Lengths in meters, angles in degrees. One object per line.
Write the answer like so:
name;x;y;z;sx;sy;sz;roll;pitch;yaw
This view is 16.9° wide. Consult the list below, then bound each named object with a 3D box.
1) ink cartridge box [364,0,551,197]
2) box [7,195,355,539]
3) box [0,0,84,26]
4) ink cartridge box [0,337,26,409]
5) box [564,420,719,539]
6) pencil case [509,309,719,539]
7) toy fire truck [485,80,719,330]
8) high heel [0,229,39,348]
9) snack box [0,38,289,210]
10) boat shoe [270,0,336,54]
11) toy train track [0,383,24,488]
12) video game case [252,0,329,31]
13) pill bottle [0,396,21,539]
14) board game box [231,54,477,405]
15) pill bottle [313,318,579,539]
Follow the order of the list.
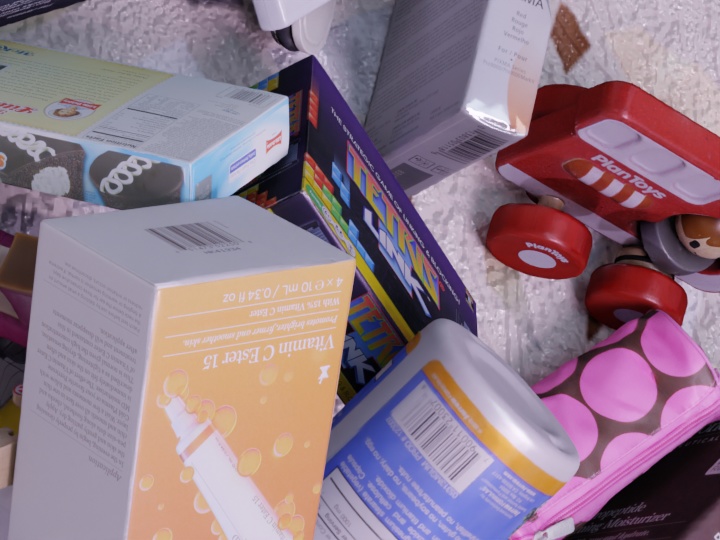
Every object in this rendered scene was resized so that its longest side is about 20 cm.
ink cartridge box;0.067;-0.156;1.467;0.050;0.162;0.201;24;70;-18
box;-0.091;0.078;1.183;0.124;0.097;0.201;-9;116;-41
box;-0.174;-0.208;1.305;0.196;0.200;0.118;-22;91;-33
ink cartridge box;-0.262;0.071;1.295;0.200;0.039;0.100;-46;106;-29
box;0.218;0.206;1.487;0.200;0.166;0.165;-40;101;-31
pencil case;0.138;0.107;1.486;0.200;0.094;0.091;-36;119;-21
toy fire truck;0.186;-0.045;1.514;0.199;0.168;0.113;29;67;-24
high heel;-0.213;-0.002;1.286;0.068;0.199;0.096;-68;154;-22
snack box;-0.151;-0.078;1.288;0.116;0.199;0.037;-40;138;-57
boat shoe;-0.051;-0.229;1.469;0.074;0.060;0.201;11;76;-74
toy train track;-0.115;0.067;1.252;0.199;0.032;0.115;-19;121;-37
video game case;-0.031;-0.263;1.418;0.182;0.023;0.201;-39;118;-52
pill bottle;-0.126;0.085;1.331;0.200;0.112;0.112;-45;104;-30
board game box;0.000;0.000;1.382;0.200;0.056;0.166;56;19;-27
pill bottle;0.010;0.131;1.285;0.112;0.112;0.200;42;100;-18
